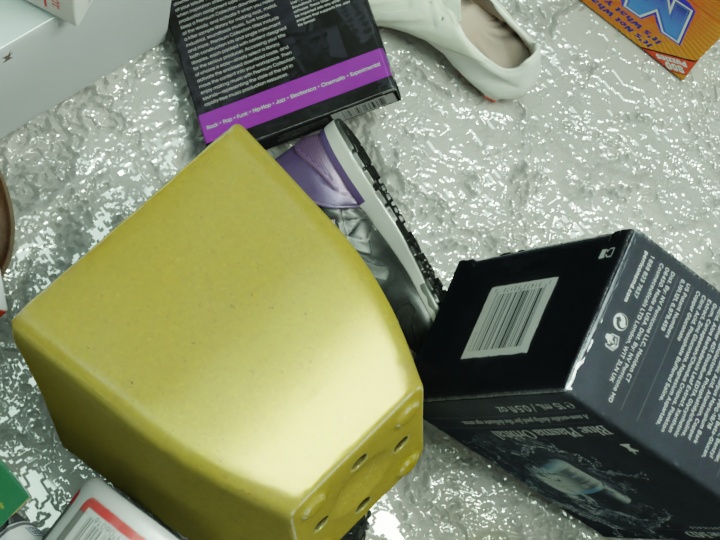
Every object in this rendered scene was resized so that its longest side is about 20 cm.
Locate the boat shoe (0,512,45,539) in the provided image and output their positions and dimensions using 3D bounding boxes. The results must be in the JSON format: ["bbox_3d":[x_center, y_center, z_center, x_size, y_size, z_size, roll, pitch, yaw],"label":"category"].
[{"bbox_3d":[-0.286,0.228,1.134,0.068,0.072,0.200,32,71,27],"label":"boat shoe"}]

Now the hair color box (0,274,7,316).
[{"bbox_3d":[-0.297,-0.056,1.127,0.111,0.064,0.201,17,49,-47],"label":"hair color box"}]

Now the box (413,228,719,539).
[{"bbox_3d":[0.168,0.082,1.161,0.200,0.196,0.118,34,70,-22],"label":"box"}]

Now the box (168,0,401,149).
[{"bbox_3d":[-0.068,-0.193,1.298,0.142,0.036,0.201,-19,78,6],"label":"box"}]

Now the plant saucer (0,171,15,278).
[{"bbox_3d":[-0.321,-0.055,1.187,0.200,0.037,0.201,34,37,-30],"label":"plant saucer"}]

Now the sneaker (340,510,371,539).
[{"bbox_3d":[-0.064,0.213,1.180,0.072,0.072,0.200,24,59,30],"label":"sneaker"}]

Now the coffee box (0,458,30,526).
[{"bbox_3d":[-0.312,0.180,1.120,0.200,0.123,0.044,-47,127,-20],"label":"coffee box"}]

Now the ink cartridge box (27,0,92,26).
[{"bbox_3d":[-0.211,-0.223,1.100,0.199,0.117,0.068,26,72,0],"label":"ink cartridge box"}]

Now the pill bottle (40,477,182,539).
[{"bbox_3d":[-0.184,0.241,1.116,0.114,0.114,0.200,37,81,3],"label":"pill bottle"}]

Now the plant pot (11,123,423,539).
[{"bbox_3d":[-0.067,0.072,1.127,0.200,0.196,0.194,39,70,21],"label":"plant pot"}]

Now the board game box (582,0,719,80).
[{"bbox_3d":[0.246,-0.307,1.323,0.200,0.200,0.200,39,70,3],"label":"board game box"}]

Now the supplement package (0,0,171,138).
[{"bbox_3d":[-0.246,-0.231,1.239,0.152,0.151,0.200,-33,81,-18],"label":"supplement package"}]

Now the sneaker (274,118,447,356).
[{"bbox_3d":[0.000,0.000,1.266,0.087,0.076,0.200,-31,84,8],"label":"sneaker"}]

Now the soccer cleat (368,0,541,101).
[{"bbox_3d":[0.049,-0.199,1.320,0.200,0.078,0.069,33,70,2],"label":"soccer cleat"}]
